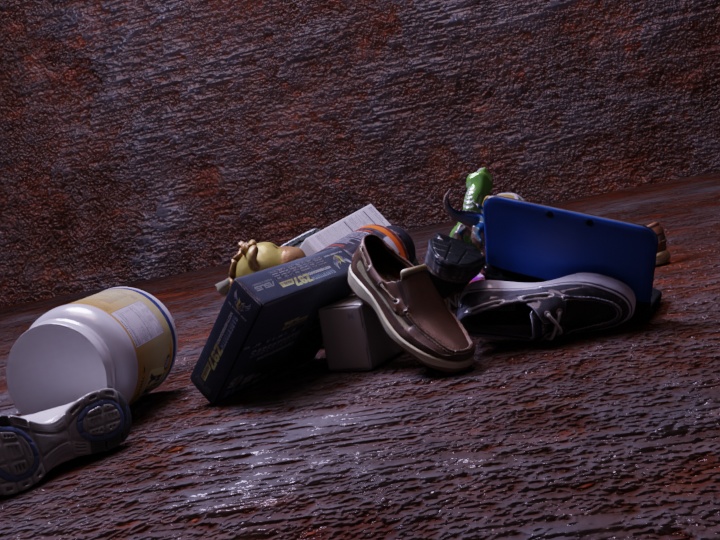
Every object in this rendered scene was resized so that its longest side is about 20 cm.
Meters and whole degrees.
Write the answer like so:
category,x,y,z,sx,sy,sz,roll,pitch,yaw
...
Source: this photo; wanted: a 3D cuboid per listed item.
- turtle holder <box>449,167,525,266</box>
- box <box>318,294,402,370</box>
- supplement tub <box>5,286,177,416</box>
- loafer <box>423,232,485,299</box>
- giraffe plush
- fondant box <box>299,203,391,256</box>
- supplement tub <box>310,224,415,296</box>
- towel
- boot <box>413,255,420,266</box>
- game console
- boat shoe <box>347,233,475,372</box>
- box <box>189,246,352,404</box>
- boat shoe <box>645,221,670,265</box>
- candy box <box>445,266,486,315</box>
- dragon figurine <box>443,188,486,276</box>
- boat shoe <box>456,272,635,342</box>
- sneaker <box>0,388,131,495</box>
category,x,y,z,sx,sy,sz,roll,pitch,yaw
turtle holder,0.204,-0.061,1.312,0.133,0.185,0.141,-58,14,-29
box,0.034,0.061,1.065,0.067,0.084,0.199,-6,7,35
supplement tub,-0.318,0.104,1.007,0.142,0.147,0.200,-10,6,10
loafer,0.107,0.003,1.007,0.072,0.073,0.200,20,7,7
giraffe plush,-0.124,0.033,1.207,0.198,0.165,0.171,-15,7,-37
fondant box,-0.049,-0.016,1.373,0.199,0.058,0.145,-31,-17,-52
supplement tub,0.000,0.000,1.171,0.106,0.109,0.199,-6,17,37
towel,-0.138,-0.005,1.411,0.198,0.035,0.193,-30,-4,3
boot,0.024,0.002,1.354,0.197,0.069,0.131,-6,-35,32
game console,0.255,-0.024,0.988,0.197,0.121,0.170,15,17,26
boat shoe,0.053,0.029,0.927,0.074,0.076,0.202,-17,43,-37
box,-0.097,0.062,1.003,0.051,0.159,0.199,40,31,20
boat shoe,0.383,-0.033,1.324,0.197,0.069,0.072,-10,6,17
candy box,0.187,0.033,1.151,0.115,0.058,0.200,-8,9,24
dragon figurine,0.175,-0.061,1.124,0.058,0.200,0.100,-4,46,54
boat shoe,0.204,0.048,0.932,0.196,0.073,0.068,2,33,17
sneaker,-0.325,0.174,0.823,0.086,0.076,0.198,-22,-9,42
